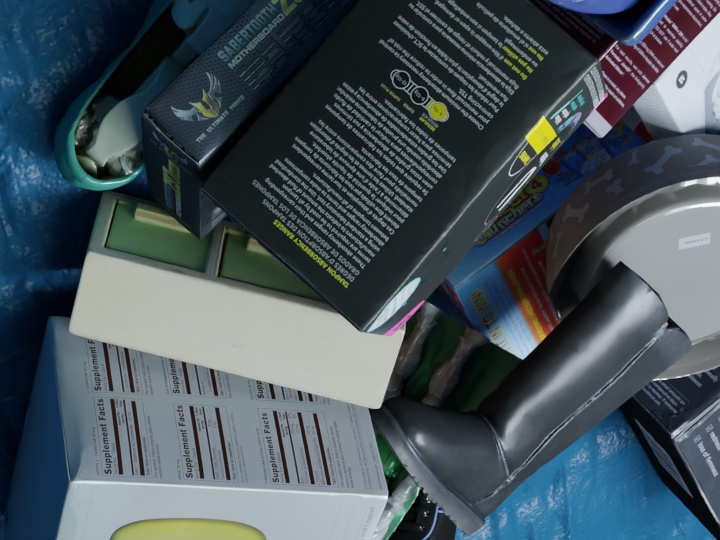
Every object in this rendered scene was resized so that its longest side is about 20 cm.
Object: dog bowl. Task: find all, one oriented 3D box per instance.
[{"bbox_3d":[0.218,-0.012,1.612,0.199,0.059,0.200,-9,138,-8],"label":"dog bowl"}]

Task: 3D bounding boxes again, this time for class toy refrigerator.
[{"bbox_3d":[-0.074,0.016,1.459,0.199,0.076,0.070,14,122,-5],"label":"toy refrigerator"}]

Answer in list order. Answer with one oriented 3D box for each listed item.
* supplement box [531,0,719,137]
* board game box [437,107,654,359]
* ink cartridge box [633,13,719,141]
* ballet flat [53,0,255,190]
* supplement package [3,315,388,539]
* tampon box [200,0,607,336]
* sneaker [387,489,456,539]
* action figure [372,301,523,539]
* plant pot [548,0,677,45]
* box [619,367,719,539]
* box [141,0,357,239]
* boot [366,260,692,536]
[{"bbox_3d":[0.183,-0.197,1.529,0.200,0.109,0.061,-47,137,5],"label":"supplement box"},{"bbox_3d":[0.162,0.000,1.703,0.196,0.056,0.200,-37,136,-7],"label":"board game box"},{"bbox_3d":[0.274,-0.149,1.639,0.200,0.041,0.200,-56,140,-15],"label":"ink cartridge box"},{"bbox_3d":[-0.107,-0.123,1.396,0.067,0.070,0.200,38,97,-20],"label":"ballet flat"},{"bbox_3d":[-0.111,0.151,1.499,0.199,0.147,0.192,4,131,-17],"label":"supplement package"},{"bbox_3d":[0.029,-0.075,1.350,0.200,0.126,0.150,-49,172,3],"label":"tampon box"},{"bbox_3d":[0.040,0.147,1.661,0.078,0.070,0.200,68,31,-50],"label":"sneaker"},{"bbox_3d":[0.016,0.120,1.611,0.200,0.118,0.055,-61,178,-2],"label":"action figure"},{"bbox_3d":[0.133,-0.261,1.387,0.200,0.200,0.180,-50,142,7],"label":"plant pot"},{"bbox_3d":[0.313,0.089,1.833,0.196,0.124,0.200,-37,136,-4],"label":"box"},{"bbox_3d":[-0.043,-0.121,1.389,0.200,0.051,0.158,-46,173,-13],"label":"box"},{"bbox_3d":[0.112,0.071,1.532,0.200,0.066,0.165,-38,149,1],"label":"boot"}]
